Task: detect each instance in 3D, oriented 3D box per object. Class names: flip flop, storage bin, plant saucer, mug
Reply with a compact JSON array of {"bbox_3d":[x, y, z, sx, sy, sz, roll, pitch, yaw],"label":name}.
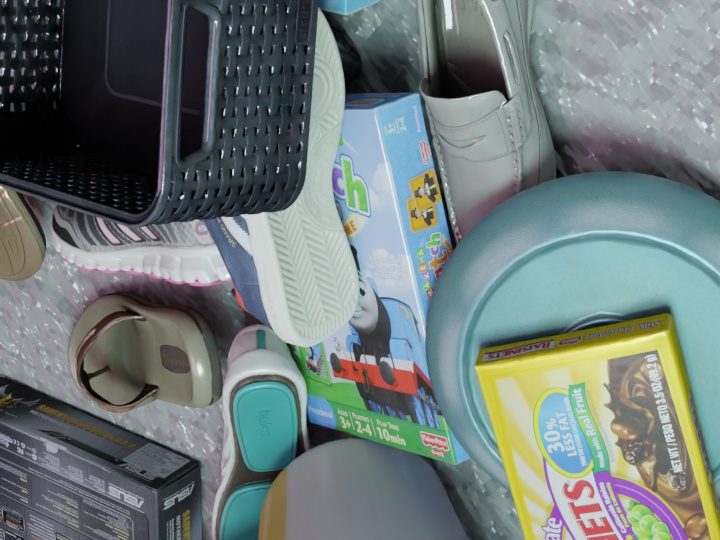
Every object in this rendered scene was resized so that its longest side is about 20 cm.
[{"bbox_3d":[-0.152,0.061,1.108,0.199,0.057,0.082,2,111,59],"label":"flip flop"},{"bbox_3d":[-0.122,-0.107,0.835,0.199,0.093,0.137,16,107,41],"label":"storage bin"},{"bbox_3d":[0.129,0.049,0.872,0.198,0.027,0.202,5,114,10],"label":"plant saucer"},{"bbox_3d":[-0.016,0.175,0.983,0.185,0.154,0.150,3,122,-9],"label":"mug"}]

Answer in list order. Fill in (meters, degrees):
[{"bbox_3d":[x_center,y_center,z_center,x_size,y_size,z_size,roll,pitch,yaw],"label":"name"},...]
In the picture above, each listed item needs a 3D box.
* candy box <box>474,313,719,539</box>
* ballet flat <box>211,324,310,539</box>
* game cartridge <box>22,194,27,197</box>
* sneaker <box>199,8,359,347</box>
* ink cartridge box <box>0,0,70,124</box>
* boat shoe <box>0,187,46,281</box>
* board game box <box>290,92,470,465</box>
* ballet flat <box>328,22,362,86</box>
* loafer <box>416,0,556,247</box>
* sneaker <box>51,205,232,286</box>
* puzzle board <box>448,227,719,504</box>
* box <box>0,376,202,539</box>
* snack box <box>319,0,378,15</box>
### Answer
[{"bbox_3d":[0.132,0.124,0.874,0.101,0.026,0.201,-11,110,20],"label":"candy box"},{"bbox_3d":[-0.061,0.113,1.073,0.069,0.069,0.201,29,139,25],"label":"ballet flat"},{"bbox_3d":[-0.264,-0.130,1.152,0.199,0.032,0.178,-12,102,38],"label":"game cartridge"},{"bbox_3d":[-0.056,-0.059,0.911,0.084,0.075,0.202,23,125,45],"label":"sneaker"},{"bbox_3d":[-0.213,-0.181,0.991,0.083,0.146,0.202,-7,105,-1],"label":"ink cartridge box"},{"bbox_3d":[-0.270,-0.083,1.115,0.072,0.065,0.200,-29,110,31],"label":"boat shoe"},{"bbox_3d":[0.000,0.000,0.969,0.151,0.036,0.202,8,115,56],"label":"board game box"},{"bbox_3d":[-0.087,-0.125,1.001,0.199,0.057,0.067,14,86,39],"label":"ballet flat"},{"bbox_3d":[0.058,-0.090,0.882,0.070,0.070,0.202,7,111,40],"label":"loafer"},{"bbox_3d":[-0.125,-0.044,1.046,0.199,0.073,0.088,8,104,51],"label":"sneaker"},{"bbox_3d":[0.122,0.060,0.941,0.150,0.017,0.201,-15,99,41],"label":"puzzle board"},{"bbox_3d":[-0.202,0.183,1.229,0.199,0.048,0.160,18,120,32],"label":"box"},{"bbox_3d":[-0.043,-0.248,0.918,0.115,0.037,0.202,17,120,32],"label":"snack box"}]
